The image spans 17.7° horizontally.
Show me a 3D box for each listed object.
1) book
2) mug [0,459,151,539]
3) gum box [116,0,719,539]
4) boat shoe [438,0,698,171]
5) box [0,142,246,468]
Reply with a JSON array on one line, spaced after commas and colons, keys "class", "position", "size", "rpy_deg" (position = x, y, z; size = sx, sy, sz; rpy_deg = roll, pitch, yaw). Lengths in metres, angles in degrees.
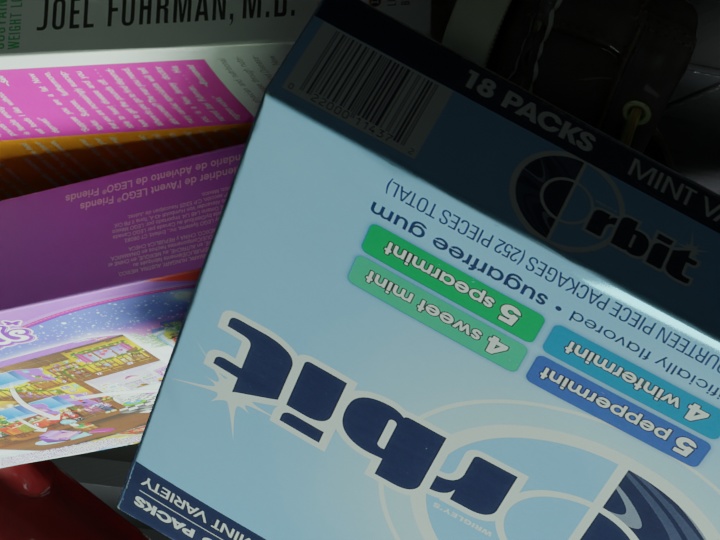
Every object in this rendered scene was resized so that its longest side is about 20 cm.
[{"class": "book", "position": [-0.059, -0.054, 0.687], "size": [0.198, 0.048, 0.134], "rpy_deg": [-1, 167, 15]}, {"class": "mug", "position": [-0.128, 0.141, 0.959], "size": [0.200, 0.134, 0.177], "rpy_deg": [38, 140, -16]}, {"class": "gum box", "position": [0.033, 0.041, 0.617], "size": [0.169, 0.045, 0.200], "rpy_deg": [29, 142, 2]}, {"class": "boat shoe", "position": [0.058, -0.018, 0.645], "size": [0.060, 0.072, 0.202], "rpy_deg": [20, 157, 14]}, {"class": "box", "position": [-0.068, 0.014, 0.742], "size": [0.199, 0.039, 0.137], "rpy_deg": [-12, 157, 20]}]
